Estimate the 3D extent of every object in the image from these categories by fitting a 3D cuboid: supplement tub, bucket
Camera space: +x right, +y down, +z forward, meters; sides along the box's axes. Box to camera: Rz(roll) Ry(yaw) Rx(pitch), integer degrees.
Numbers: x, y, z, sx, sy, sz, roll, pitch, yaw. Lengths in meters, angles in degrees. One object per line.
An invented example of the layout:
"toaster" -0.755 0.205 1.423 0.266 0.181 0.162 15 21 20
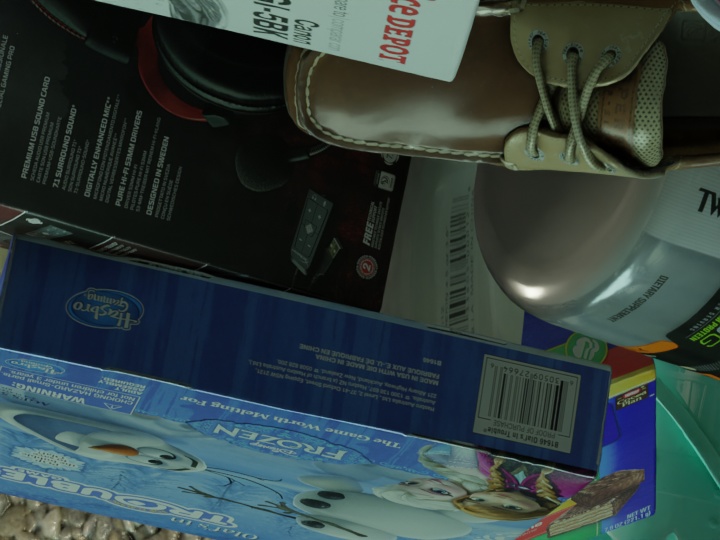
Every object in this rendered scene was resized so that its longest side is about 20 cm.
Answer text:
"supplement tub" 0.152 -0.017 1.073 0.199 0.123 0.122 18 169 -32
"bucket" 0.183 0.112 1.752 0.206 0.135 0.207 11 170 2

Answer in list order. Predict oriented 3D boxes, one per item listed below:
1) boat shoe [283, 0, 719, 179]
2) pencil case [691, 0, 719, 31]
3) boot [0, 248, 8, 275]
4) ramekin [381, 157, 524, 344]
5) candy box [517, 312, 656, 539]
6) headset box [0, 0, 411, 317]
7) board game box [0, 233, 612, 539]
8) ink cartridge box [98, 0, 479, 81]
"boat shoe" 0.075 -0.065 0.900 0.199 0.076 0.072 -7 -151 -1
"pencil case" 0.176 -0.074 0.827 0.200 0.083 0.091 22 180 -44
"boot" -0.097 -0.050 1.145 0.071 0.145 0.201 -6 157 22
"ramekin" 0.000 0.000 1.169 0.097 0.201 0.200 2 168 18
"candy box" 0.055 0.081 1.394 0.168 0.077 0.200 -19 155 -3
"headset box" -0.081 -0.077 0.941 0.199 0.149 0.075 17 168 -23
"board game box" -0.037 0.055 1.007 0.199 0.044 0.199 13 162 -8
"ink cartridge box" -0.054 -0.127 0.813 0.199 0.083 0.147 13 170 0
